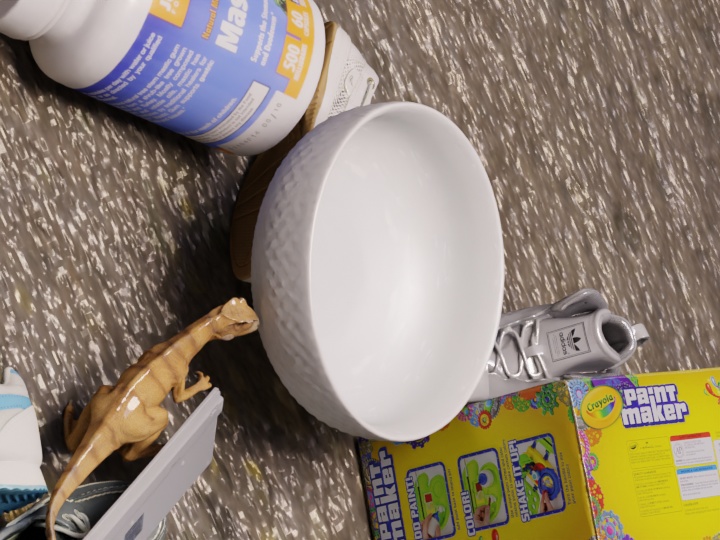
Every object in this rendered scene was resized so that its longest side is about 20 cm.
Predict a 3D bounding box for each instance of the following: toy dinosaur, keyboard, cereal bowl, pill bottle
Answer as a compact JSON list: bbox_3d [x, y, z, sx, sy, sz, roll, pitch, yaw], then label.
[{"bbox_3d":[-0.137,0.085,1.284,0.060,0.106,0.200,39,63,0],"label":"toy dinosaur"},{"bbox_3d":[-0.126,0.138,1.266,0.011,0.057,0.200,25,37,12],"label":"keyboard"},{"bbox_3d":[0.000,0.000,1.385,0.199,0.083,0.202,-3,94,-51],"label":"cereal bowl"},{"bbox_3d":[-0.128,-0.151,1.375,0.199,0.112,0.113,22,62,-37],"label":"pill bottle"}]

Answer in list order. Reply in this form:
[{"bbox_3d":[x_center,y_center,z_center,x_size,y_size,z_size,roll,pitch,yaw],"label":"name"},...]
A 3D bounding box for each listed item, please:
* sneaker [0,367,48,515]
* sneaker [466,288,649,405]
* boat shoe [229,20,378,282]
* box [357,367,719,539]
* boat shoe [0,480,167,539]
[{"bbox_3d":[-0.256,0.082,1.210,0.199,0.076,0.081,13,58,-46],"label":"sneaker"},{"bbox_3d":[0.096,0.051,1.512,0.199,0.114,0.076,2,74,-42],"label":"sneaker"},{"bbox_3d":[-0.026,-0.067,1.469,0.069,0.071,0.201,36,53,-26],"label":"boat shoe"},{"bbox_3d":[0.139,0.142,1.468,0.199,0.192,0.123,-2,77,-44],"label":"box"},{"bbox_3d":[-0.170,0.165,1.261,0.199,0.062,0.073,-22,90,-46],"label":"boat shoe"}]
